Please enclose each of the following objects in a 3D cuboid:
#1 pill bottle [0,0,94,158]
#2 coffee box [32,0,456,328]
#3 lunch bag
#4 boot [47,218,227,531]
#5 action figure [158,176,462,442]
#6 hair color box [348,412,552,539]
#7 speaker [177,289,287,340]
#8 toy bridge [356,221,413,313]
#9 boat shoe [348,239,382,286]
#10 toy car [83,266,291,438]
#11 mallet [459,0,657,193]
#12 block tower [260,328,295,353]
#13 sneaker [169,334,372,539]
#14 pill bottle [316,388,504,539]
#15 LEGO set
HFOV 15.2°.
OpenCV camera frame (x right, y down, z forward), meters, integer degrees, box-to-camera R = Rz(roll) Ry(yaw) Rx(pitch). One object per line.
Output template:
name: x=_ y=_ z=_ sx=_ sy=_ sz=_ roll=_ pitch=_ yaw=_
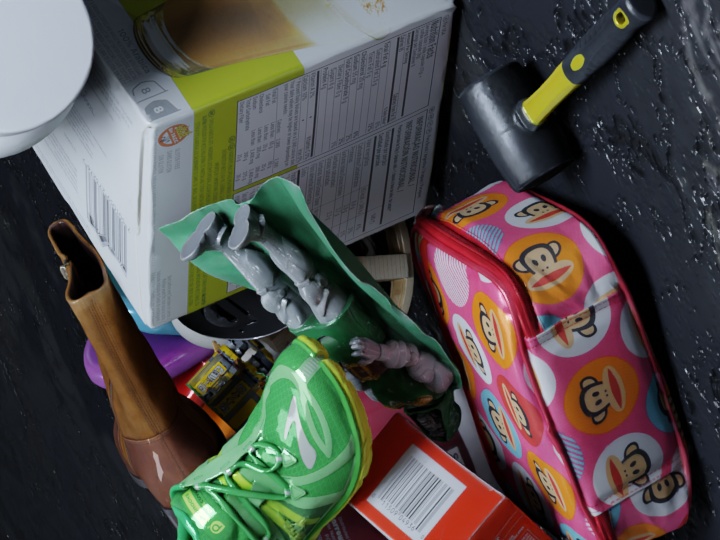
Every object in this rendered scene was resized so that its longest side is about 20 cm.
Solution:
pill bottle: x=-0.213 y=-0.114 z=1.455 sx=0.116 sy=0.116 sz=0.200 roll=67 pitch=161 yaw=-7
coffee box: x=-0.082 y=-0.127 z=1.572 sx=0.200 sy=0.197 sz=0.200 roll=56 pitch=158 yaw=28
lunch bag: x=0.100 y=0.051 z=1.505 sx=0.176 sy=0.082 sz=0.200 roll=36 pitch=149 yaw=64
boot: x=-0.154 y=0.058 z=1.697 sx=0.200 sy=0.068 sz=0.188 roll=62 pitch=-179 yaw=-26
action figure: x=-0.010 y=0.032 z=1.492 sx=0.200 sy=0.055 sz=0.118 roll=40 pitch=150 yaw=-29
hair color box: x=0.079 y=0.167 z=1.545 sx=0.101 sy=0.061 sz=0.200 roll=37 pitch=175 yaw=42
speaker: x=-0.079 y=-0.058 z=1.707 sx=0.081 sy=0.081 sz=0.200 roll=94 pitch=176 yaw=-57
toy bridge: x=0.000 y=0.000 z=1.704 sx=0.027 sy=0.067 sz=0.201 roll=-11 pitch=84 yaw=60
boat shoe: x=-0.050 y=-0.024 z=1.836 sx=0.200 sy=0.076 sz=0.072 roll=33 pitch=141 yaw=40
toy car: x=-0.130 y=0.044 z=1.977 sx=0.175 sy=0.150 sz=0.200 roll=42 pitch=167 yaw=51
mallet: x=0.100 y=-0.106 z=1.364 sx=0.066 sy=0.041 sz=0.200 roll=56 pitch=157 yaw=13
block tower: x=-0.102 y=-0.023 z=1.775 sx=0.200 sy=0.054 sz=0.058 roll=37 pitch=165 yaw=34
sneaker: x=-0.055 y=0.123 z=1.482 sx=0.074 sy=0.083 sz=0.200 roll=44 pitch=130 yaw=27
pill bottle: x=0.015 y=0.124 z=1.632 sx=0.113 sy=0.200 sz=0.113 roll=53 pitch=158 yaw=31
LEGO set: x=-0.027 y=0.083 z=1.821 sx=0.154 sy=0.116 sz=0.200 roll=43 pitch=176 yaw=-2
